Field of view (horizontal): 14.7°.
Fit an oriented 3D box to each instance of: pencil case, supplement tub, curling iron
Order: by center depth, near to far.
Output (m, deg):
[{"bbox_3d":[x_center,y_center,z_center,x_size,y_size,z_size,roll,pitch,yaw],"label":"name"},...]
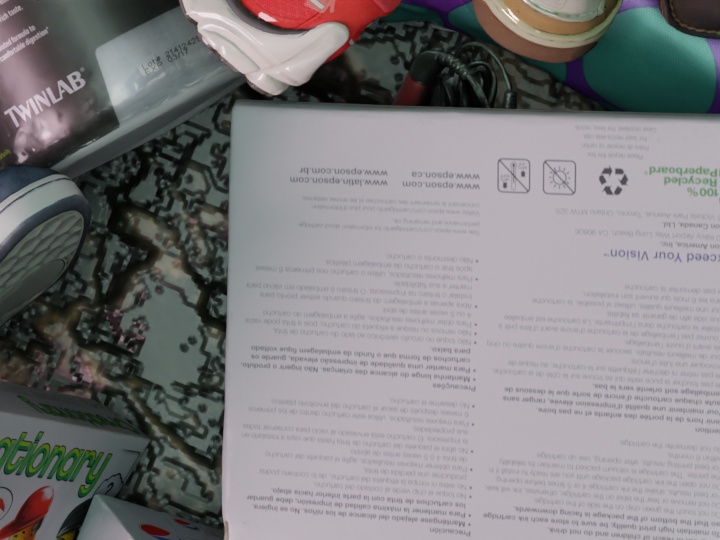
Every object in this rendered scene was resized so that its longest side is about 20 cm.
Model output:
[{"bbox_3d":[-0.125,-0.140,1.041,0.122,0.123,0.200,-28,91,3],"label":"supplement tub"},{"bbox_3d":[0.103,-0.095,1.051,0.200,0.085,0.093,27,129,0],"label":"pencil case"},{"bbox_3d":[0.000,0.000,1.058,0.050,0.026,0.200,44,117,24],"label":"curling iron"}]

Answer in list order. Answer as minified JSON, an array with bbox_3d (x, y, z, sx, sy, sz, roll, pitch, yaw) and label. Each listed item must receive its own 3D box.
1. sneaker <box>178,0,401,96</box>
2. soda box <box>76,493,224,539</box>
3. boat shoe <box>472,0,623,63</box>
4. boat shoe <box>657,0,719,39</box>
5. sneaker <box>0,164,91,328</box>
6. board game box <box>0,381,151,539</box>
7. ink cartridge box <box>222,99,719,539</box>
[{"bbox_3d":[-0.014,-0.147,1.015,0.085,0.200,0.077,-27,134,24],"label":"sneaker"},{"bbox_3d":[-0.102,0.193,1.069,0.064,0.068,0.200,20,96,-25],"label":"soda box"},{"bbox_3d":[0.089,-0.172,0.988,0.071,0.076,0.200,12,62,-8],"label":"boat shoe"},{"bbox_3d":[0.197,-0.103,0.950,0.199,0.075,0.073,-6,47,17],"label":"boat shoe"},{"bbox_3d":[-0.186,-0.027,1.027,0.077,0.202,0.146,-31,86,-38],"label":"sneaker"},{"bbox_3d":[-0.158,0.099,1.015,0.035,0.200,0.126,32,94,19],"label":"board game box"},{"bbox_3d":[0.047,0.041,0.993,0.199,0.041,0.201,4,94,20],"label":"ink cartridge box"}]
